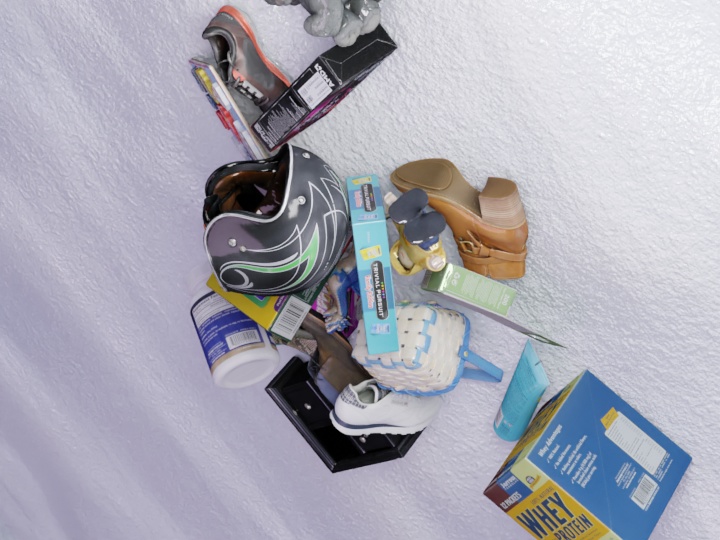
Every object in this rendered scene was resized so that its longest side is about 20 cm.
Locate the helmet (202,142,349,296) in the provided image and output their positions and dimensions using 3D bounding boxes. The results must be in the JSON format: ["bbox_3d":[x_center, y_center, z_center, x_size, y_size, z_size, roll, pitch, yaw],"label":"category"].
[{"bbox_3d":[-0.108,-0.065,1.640,0.190,0.200,0.200,-14,124,3],"label":"helmet"}]

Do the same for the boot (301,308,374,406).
[{"bbox_3d":[-0.052,0.139,1.900,0.200,0.097,0.075,44,-177,-33],"label":"boot"}]

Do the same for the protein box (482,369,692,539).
[{"bbox_3d":[0.323,0.291,1.747,0.200,0.199,0.135,40,142,4],"label":"protein box"}]

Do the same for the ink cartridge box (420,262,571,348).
[{"bbox_3d":[0.190,0.046,1.701,0.200,0.048,0.146,22,177,-7],"label":"ink cartridge box"}]

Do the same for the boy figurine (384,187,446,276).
[{"bbox_3d":[0.069,-0.048,1.638,0.124,0.064,0.200,55,170,11],"label":"boy figurine"}]

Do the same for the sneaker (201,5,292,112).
[{"bbox_3d":[-0.161,-0.269,1.728,0.077,0.082,0.200,-14,116,47],"label":"sneaker"}]

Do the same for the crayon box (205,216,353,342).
[{"bbox_3d":[-0.116,-0.023,1.800,0.058,0.200,0.172,30,-179,-44],"label":"crayon box"}]

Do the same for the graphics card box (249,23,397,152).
[{"bbox_3d":[-0.050,-0.241,1.623,0.051,0.125,0.200,52,141,-1],"label":"graphics card box"}]

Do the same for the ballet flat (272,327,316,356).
[{"bbox_3d":[-0.113,0.100,2.065,0.200,0.068,0.075,13,113,26],"label":"ballet flat"}]

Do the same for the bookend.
[{"bbox_3d":[-0.024,0.229,2.076,0.200,0.092,0.199,-22,110,48],"label":"bookend"}]

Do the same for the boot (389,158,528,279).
[{"bbox_3d":[0.138,-0.068,1.681,0.200,0.077,0.155,11,138,26],"label":"boot"}]

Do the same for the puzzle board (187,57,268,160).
[{"bbox_3d":[-0.186,-0.216,1.791,0.200,0.017,0.151,59,172,-21],"label":"puzzle board"}]

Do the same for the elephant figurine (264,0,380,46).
[{"bbox_3d":[-0.071,-0.373,1.527,0.200,0.141,0.155,38,116,30],"label":"elephant figurine"}]

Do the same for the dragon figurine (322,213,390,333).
[{"bbox_3d":[0.000,0.000,1.813,0.099,0.200,0.059,46,175,-36],"label":"dragon figurine"}]

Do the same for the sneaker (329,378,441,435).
[{"bbox_3d":[0.050,0.206,1.928,0.076,0.200,0.081,49,131,40],"label":"sneaker"}]

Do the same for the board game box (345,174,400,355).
[{"bbox_3d":[0.018,-0.010,1.685,0.047,0.151,0.200,-7,118,-1],"label":"board game box"}]

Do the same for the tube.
[{"bbox_3d":[0.240,0.186,1.823,0.200,0.050,0.078,101,148,-54],"label":"tube"}]

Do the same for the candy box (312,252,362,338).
[{"bbox_3d":[-0.088,0.008,1.946,0.200,0.061,0.137,26,141,18],"label":"candy box"}]

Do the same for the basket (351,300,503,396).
[{"bbox_3d":[0.100,0.123,1.847,0.176,0.139,0.200,1,155,38],"label":"basket"}]

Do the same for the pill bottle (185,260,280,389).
[{"bbox_3d":[-0.215,0.085,2.026,0.200,0.116,0.116,67,151,26],"label":"pill bottle"}]
